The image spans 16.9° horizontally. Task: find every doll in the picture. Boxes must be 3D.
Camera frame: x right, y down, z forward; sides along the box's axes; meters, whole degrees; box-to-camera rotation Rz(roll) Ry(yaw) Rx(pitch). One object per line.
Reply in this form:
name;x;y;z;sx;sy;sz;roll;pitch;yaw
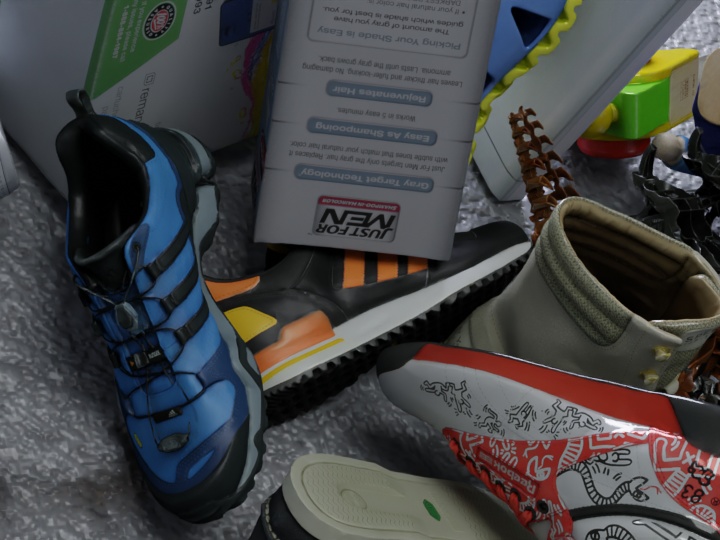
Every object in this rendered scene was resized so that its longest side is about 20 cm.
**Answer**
doll;0.223;-0.059;1.299;0.136;0.200;0.049;16;78;12

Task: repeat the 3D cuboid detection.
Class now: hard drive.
hard drive;0.104;-0.148;1.277;0.027;0.200;0.132;-5;60;-38

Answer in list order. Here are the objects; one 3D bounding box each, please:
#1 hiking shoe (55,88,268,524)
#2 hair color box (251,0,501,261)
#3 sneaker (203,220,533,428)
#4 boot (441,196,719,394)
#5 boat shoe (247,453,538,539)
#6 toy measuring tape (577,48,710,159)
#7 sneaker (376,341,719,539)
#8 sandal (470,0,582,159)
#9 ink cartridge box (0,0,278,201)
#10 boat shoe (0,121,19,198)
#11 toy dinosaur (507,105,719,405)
hiking shoe;-0.102;0.021;1.116;0.087;0.074;0.201;22;48;-55
hair color box;0.009;-0.108;1.146;0.099;0.201;0.061;6;29;-8
sneaker;0.000;0.000;1.207;0.200;0.070;0.090;-27;75;-36
boot;0.141;0.068;1.174;0.200;0.155;0.072;41;48;4
boat shoe;0.035;0.140;1.138;0.200;0.068;0.072;17;27;-32
toy measuring tape;0.159;-0.109;1.379;0.074;0.074;0.200;47;34;10
sneaker;0.083;0.101;1.108;0.201;0.067;0.108;12;79;28
sandal;0.046;-0.123;1.232;0.079;0.200;0.087;33;8;37
ink cartridge box;-0.077;-0.138;1.209;0.200;0.146;0.088;-24;58;-37
boat shoe;-0.222;-0.112;1.173;0.071;0.072;0.200;-15;53;-11
toy dinosaur;0.140;0.004;1.231;0.200;0.136;0.102;40;39;-6
